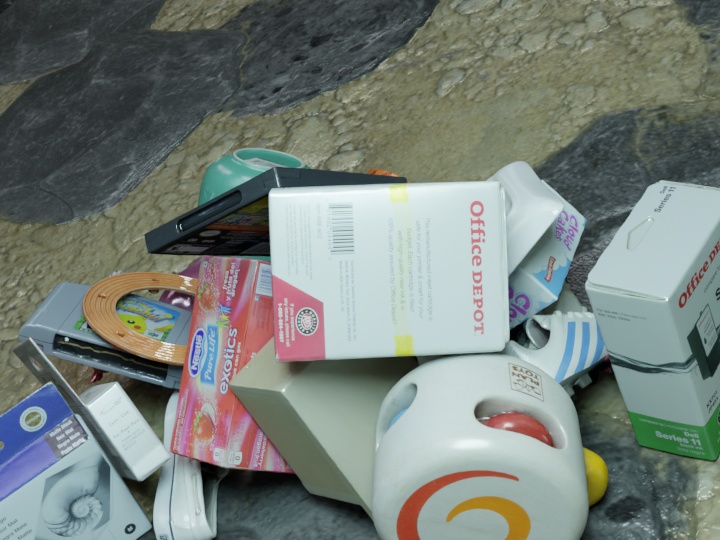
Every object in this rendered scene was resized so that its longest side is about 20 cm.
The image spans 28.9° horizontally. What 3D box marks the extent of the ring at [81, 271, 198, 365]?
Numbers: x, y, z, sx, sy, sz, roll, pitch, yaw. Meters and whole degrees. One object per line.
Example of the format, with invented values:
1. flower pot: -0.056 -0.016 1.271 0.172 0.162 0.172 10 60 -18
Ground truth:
1. ring: -0.199 0.055 1.497 0.199 0.019 0.201 12 25 -6

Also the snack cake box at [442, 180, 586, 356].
1. snack cake box: 0.129 0.010 1.408 0.200 0.067 0.115 -39 17 49

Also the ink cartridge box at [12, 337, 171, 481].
1. ink cartridge box: -0.278 0.132 1.431 0.045 0.177 0.200 -38 7 -18

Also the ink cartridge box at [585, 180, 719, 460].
1. ink cartridge box: 0.286 0.043 1.234 0.083 0.201 0.147 10 49 39

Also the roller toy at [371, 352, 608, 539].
1. roller toy: 0.104 0.168 1.207 0.199 0.183 0.140 -15 36 14

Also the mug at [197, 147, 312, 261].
1. mug: -0.101 -0.077 1.659 0.184 0.115 0.152 2 19 -21

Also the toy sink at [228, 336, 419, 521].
1. toy sink: -0.007 0.140 1.326 0.130 0.200 0.112 -46 23 -25

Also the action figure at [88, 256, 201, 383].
1. action figure: -0.232 0.075 1.630 0.200 0.134 0.149 -40 66 -18

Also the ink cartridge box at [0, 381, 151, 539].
1. ink cartridge box: -0.331 0.240 1.373 0.199 0.201 0.041 -36 36 -12

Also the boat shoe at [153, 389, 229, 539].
1. boat shoe: -0.166 0.196 1.439 0.065 0.072 0.201 -11 39 13

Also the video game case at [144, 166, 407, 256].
1. video game case: -0.078 -0.054 1.363 0.180 0.199 0.026 -23 76 36

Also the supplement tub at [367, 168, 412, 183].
1. supplement tub: 0.000 0.000 1.491 0.122 0.122 0.201 18 73 45

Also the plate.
1. plate: 0.103 -0.016 1.343 0.200 0.032 0.200 -52 13 10

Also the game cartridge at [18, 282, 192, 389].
1. game cartridge: -0.252 0.067 1.506 0.199 0.041 0.133 15 19 0

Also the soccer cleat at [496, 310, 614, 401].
1. soccer cleat: 0.208 0.062 1.311 0.199 0.070 0.086 -26 70 -41

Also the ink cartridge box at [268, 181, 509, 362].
1. ink cartridge box: 0.022 -0.001 1.204 0.198 0.146 0.083 -2 4 -3

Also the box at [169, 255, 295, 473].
1. box: -0.107 0.092 1.380 0.094 0.102 0.202 5 85 48

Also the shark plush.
1. shark plush: 0.177 0.050 1.415 0.083 0.091 0.201 -41 30 36
